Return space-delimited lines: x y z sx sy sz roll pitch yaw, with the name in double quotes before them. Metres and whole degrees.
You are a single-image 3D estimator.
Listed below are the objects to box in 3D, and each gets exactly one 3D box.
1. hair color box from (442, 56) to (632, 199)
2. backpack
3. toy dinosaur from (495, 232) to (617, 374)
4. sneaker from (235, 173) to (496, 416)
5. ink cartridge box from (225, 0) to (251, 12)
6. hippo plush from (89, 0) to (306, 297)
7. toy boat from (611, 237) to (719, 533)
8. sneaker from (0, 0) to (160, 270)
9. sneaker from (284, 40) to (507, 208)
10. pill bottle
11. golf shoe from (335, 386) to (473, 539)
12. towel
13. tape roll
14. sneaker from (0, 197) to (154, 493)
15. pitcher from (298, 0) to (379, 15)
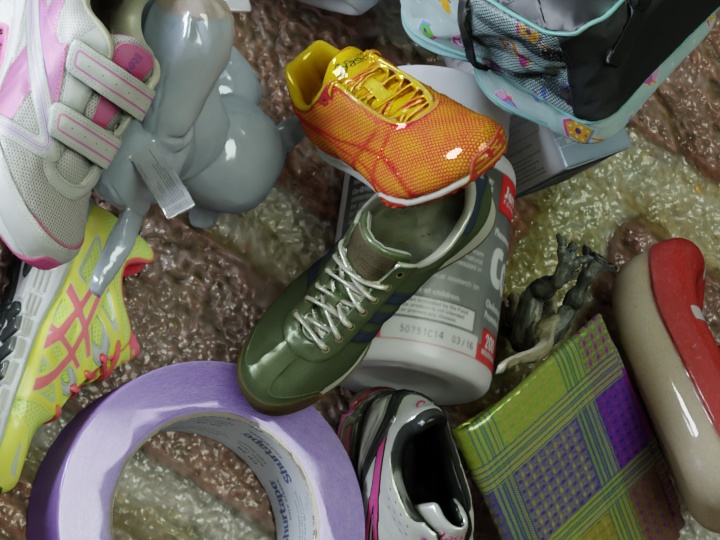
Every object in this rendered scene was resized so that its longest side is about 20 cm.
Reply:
"hair color box" 0.103 -0.157 1.562 0.060 0.099 0.201 -20 87 -27
"backpack" 0.118 -0.188 1.428 0.200 0.154 0.176 31 66 27
"toy dinosaur" 0.121 0.023 1.469 0.047 0.200 0.088 34 96 1
"sneaker" 0.000 0.000 1.379 0.200 0.090 0.067 -42 74 -10
"ink cartridge box" -0.178 -0.243 1.479 0.199 0.045 0.177 -2 78 -26
"hippo plush" -0.099 -0.101 1.408 0.161 0.159 0.200 11 43 -52
"toy boat" 0.249 0.066 1.533 0.130 0.131 0.200 -23 65 0
"sneaker" -0.162 -0.100 1.295 0.081 0.088 0.201 25 63 -56
"sneaker" 0.012 -0.088 1.349 0.073 0.200 0.077 -41 121 -19
"pill bottle" 0.040 -0.023 1.492 0.114 0.114 0.201 16 72 -22
"golf shoe" 0.034 0.174 1.443 0.072 0.092 0.201 -14 99 -26
"towel" 0.139 0.144 1.507 0.144 0.023 0.200 -39 122 -26
"tape roll" -0.100 0.159 1.409 0.199 0.066 0.201 6 76 -25
"sneaker" -0.178 0.048 1.391 0.090 0.078 0.201 26 67 -20
"pitcher" 0.003 -0.271 1.536 0.121 0.172 0.201 18 87 16
